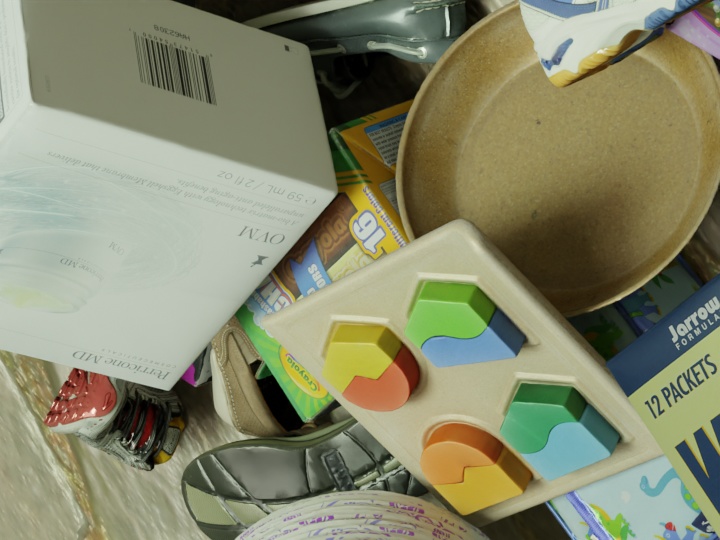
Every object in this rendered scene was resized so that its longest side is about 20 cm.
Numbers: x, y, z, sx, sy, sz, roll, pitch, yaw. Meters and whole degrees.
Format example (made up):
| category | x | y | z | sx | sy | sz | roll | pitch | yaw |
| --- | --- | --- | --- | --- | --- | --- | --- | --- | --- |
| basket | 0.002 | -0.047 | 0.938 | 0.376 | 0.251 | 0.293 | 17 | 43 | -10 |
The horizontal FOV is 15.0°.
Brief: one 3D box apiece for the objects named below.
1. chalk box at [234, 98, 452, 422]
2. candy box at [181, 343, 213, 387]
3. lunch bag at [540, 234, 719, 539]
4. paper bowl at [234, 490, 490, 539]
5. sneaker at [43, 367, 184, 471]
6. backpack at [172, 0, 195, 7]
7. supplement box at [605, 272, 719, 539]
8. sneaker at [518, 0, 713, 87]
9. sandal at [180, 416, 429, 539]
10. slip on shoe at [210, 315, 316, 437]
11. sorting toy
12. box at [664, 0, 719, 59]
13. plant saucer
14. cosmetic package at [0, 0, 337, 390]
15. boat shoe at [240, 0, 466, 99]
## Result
| category | x | y | z | sx | sy | sz | roll | pitch | yaw |
| --- | --- | --- | --- | --- | --- | --- | --- | --- | --- |
| chalk box | 0.000 | 0.000 | 1.666 | 0.200 | 0.125 | 0.124 | -41 | 78 | 42 |
| candy box | -0.122 | -0.044 | 1.802 | 0.136 | 0.061 | 0.201 | 30 | 125 | 31 |
| lunch bag | 0.155 | 0.083 | 1.592 | 0.200 | 0.082 | 0.161 | 54 | 136 | 13 |
| paper bowl | 0.002 | 0.219 | 1.632 | 0.200 | 0.104 | 0.201 | 1 | 120 | 1 |
| sneaker | -0.154 | 0.089 | 1.825 | 0.082 | 0.200 | 0.078 | 31 | 88 | 4 |
| backpack | -0.213 | -0.166 | 1.654 | 0.176 | 0.199 | 0.154 | 146 | 124 | -60 |
| supplement box | 0.273 | 0.071 | 1.395 | 0.134 | 0.200 | 0.200 | -42 | 76 | 42 |
| sneaker | 0.150 | -0.171 | 1.444 | 0.200 | 0.075 | 0.088 | -29 | 86 | 45 |
| sandal | -0.019 | 0.130 | 1.760 | 0.200 | 0.057 | 0.080 | -16 | 97 | 16 |
| slip on shoe | -0.067 | 0.032 | 1.752 | 0.061 | 0.076 | 0.201 | 31 | 140 | 36 |
| sorting toy | 0.057 | 0.068 | 1.541 | 0.185 | 0.037 | 0.200 | 45 | 141 | -18 |
| box | 0.217 | -0.177 | 1.461 | 0.200 | 0.039 | 0.137 | 33 | 127 | 28 |
| plant saucer | 0.117 | -0.062 | 1.542 | 0.199 | 0.035 | 0.201 | -9 | 67 | 23 |
| cosmetic package | -0.154 | -0.051 | 1.582 | 0.200 | 0.199 | 0.123 | -48 | 40 | 38 |
| boat shoe | -0.017 | -0.135 | 1.666 | 0.199 | 0.073 | 0.062 | -13 | 94 | 39 |
